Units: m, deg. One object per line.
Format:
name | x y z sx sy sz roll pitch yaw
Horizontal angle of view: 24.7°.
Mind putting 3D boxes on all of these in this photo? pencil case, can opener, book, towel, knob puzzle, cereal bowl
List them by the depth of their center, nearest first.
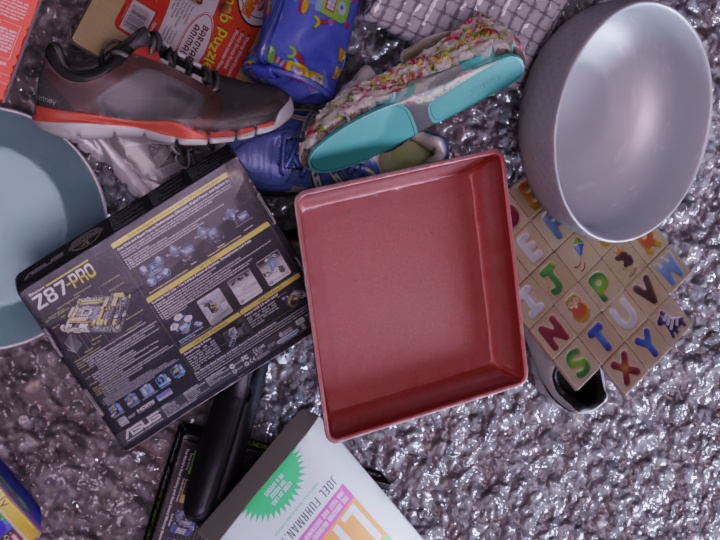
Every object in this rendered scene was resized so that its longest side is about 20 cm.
pencil case | -0.036 -0.234 1.297 0.087 0.078 0.201 18 84 -46
knob puzzle | -0.110 -0.209 1.324 0.218 0.030 0.221 -1 92 -26
towel | 0.099 -0.266 1.340 0.165 0.086 0.201 20 102 -24
can opener | -0.108 0.115 1.367 0.078 0.063 0.201 3 75 26
book | -0.031 0.228 1.379 0.134 0.048 0.200 -50 124 -16
cereal bowl | 0.202 -0.129 1.380 0.199 0.083 0.201 -13 111 -36

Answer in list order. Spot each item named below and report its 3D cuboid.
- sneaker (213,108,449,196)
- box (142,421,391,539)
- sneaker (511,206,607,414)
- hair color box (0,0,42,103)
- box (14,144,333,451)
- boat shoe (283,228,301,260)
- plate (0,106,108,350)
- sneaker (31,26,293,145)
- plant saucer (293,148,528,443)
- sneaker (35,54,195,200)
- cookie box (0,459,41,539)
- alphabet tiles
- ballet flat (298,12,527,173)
sneaker | -0.021 -0.100 1.344 0.199 0.077 0.076 -3 88 -17
box | -0.093 0.250 1.429 0.192 0.048 0.201 17 97 -15
sneaker | 0.167 0.035 1.428 0.073 0.080 0.201 -27 105 -4
hair color box | -0.265 -0.235 1.250 0.061 0.102 0.201 20 96 -17
box | -0.144 0.023 1.291 0.199 0.049 0.162 -33 114 -3
boat shoe | 0.000 0.000 1.382 0.199 0.073 0.063 3 99 -15
plate | -0.303 -0.035 1.326 0.199 0.026 0.202 -3 104 -12
sneaker | -0.148 -0.142 1.247 0.199 0.077 0.082 -1 105 -12
plant saucer | 0.037 0.016 1.320 0.199 0.037 0.201 -14 103 -30
sneaker | -0.162 -0.097 1.319 0.200 0.075 0.082 41 91 -18
cookie box | -0.387 0.204 1.333 0.200 0.075 0.171 -39 107 -3
alphabet tiles | 0.196 0.000 1.415 0.166 0.006 0.200 -41 95 -26
ballet flat | 0.035 -0.140 1.290 0.199 0.064 0.076 -25 148 -6
